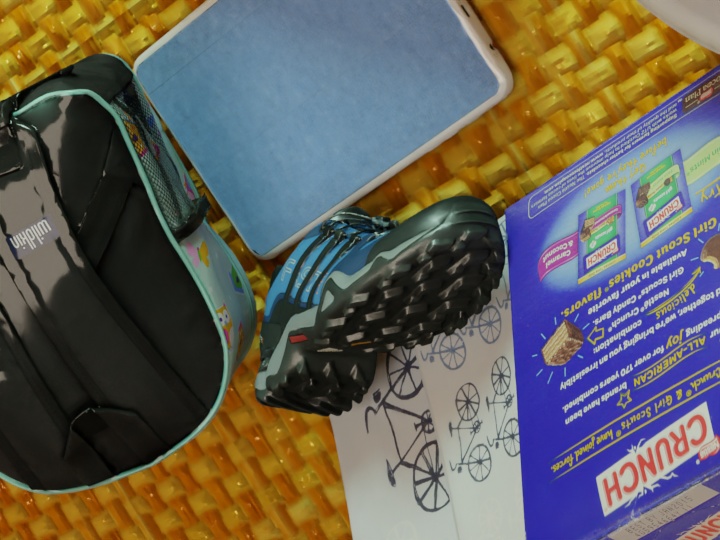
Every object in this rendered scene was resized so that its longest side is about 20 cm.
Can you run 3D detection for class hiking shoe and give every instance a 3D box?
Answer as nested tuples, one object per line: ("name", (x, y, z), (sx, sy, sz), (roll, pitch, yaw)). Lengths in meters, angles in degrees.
("hiking shoe", (0.000, 0.000, 1.232), (0.200, 0.074, 0.087), (-38, 50, 49))

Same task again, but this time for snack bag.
("snack bag", (0.044, 0.094, 1.237), (0.200, 0.021, 0.189), (-40, 53, 45))

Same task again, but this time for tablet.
("tablet", (-0.023, -0.099, 1.268), (0.200, 0.014, 0.130), (-33, 90, 39))

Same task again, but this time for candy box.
("candy box", (0.148, 0.028, 1.099), (0.077, 0.200, 0.169), (26, 138, -31))

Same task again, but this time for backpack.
("backpack", (-0.151, 0.006, 1.295), (0.176, 0.153, 0.200), (-27, 97, 11))

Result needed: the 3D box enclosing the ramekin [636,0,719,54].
("ramekin", (0.170, -0.164, 1.000), (0.202, 0.094, 0.202), (29, 157, 14))
